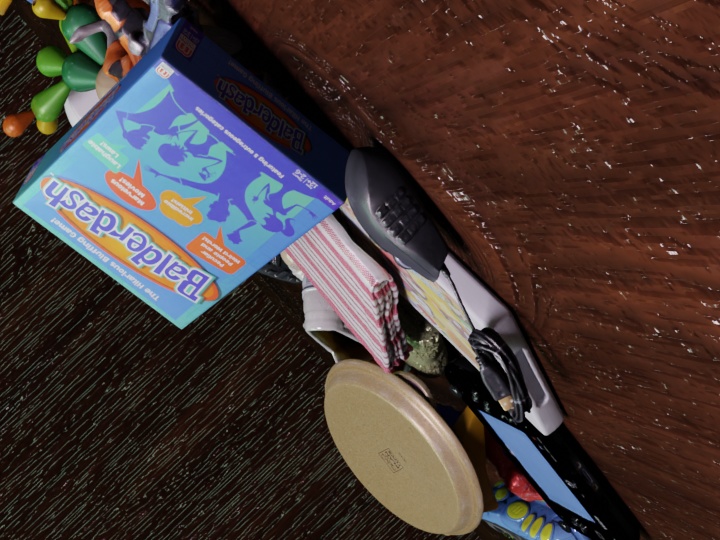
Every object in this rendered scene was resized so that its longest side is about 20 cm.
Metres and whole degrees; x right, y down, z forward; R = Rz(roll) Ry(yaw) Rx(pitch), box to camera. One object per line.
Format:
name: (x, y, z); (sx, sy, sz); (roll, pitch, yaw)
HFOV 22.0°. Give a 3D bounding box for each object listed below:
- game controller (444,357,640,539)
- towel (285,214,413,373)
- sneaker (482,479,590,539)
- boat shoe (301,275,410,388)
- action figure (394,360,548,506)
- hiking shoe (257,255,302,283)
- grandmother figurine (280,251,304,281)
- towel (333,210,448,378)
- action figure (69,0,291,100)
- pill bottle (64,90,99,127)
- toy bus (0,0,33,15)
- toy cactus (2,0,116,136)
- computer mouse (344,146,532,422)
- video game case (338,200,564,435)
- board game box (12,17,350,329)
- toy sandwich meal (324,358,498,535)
game controller: (0.138, 0.142, 1.392); (0.200, 0.042, 0.104); (50, 174, -29)
towel: (-0.018, -0.012, 1.368); (0.147, 0.030, 0.200); (49, 169, 19)
sneaker: (0.165, 0.236, 1.698); (0.083, 0.071, 0.199); (56, 170, -18)
boat shoe: (-0.001, 0.077, 1.692); (0.074, 0.087, 0.202); (-2, 155, 19)
action figure: (0.108, 0.148, 1.648); (0.200, 0.052, 0.065); (41, 178, 23)
hiking shoe: (-0.115, -0.054, 1.735); (0.199, 0.075, 0.087); (28, -175, -5)
grandmother figurine: (-0.102, -0.055, 1.643); (0.199, 0.061, 0.121); (35, 147, -19)
towel: (0.000, 0.000, 1.522); (0.200, 0.036, 0.148); (48, 174, 14)
action figure: (-0.124, -0.161, 1.244); (0.193, 0.104, 0.201); (39, 147, 18)
pill bottle: (-0.214, -0.155, 1.713); (0.114, 0.114, 0.200); (47, 175, 2)
toy bus: (-0.331, -0.302, 1.632); (0.191, 0.136, 0.200); (33, -175, -28)
toy cactus: (-0.226, -0.161, 1.528); (0.164, 0.102, 0.202); (22, 125, 41)
computer mouse: (0.045, 0.013, 1.117); (0.201, 0.034, 0.059); (57, 165, -12)
video game case: (0.051, 0.011, 1.261); (0.200, 0.023, 0.182); (45, 174, 31)
board game box: (-0.118, -0.058, 1.225); (0.152, 0.045, 0.200); (37, 136, -17)
toy sandwich meal: (0.050, 0.148, 1.606); (0.204, 0.070, 0.206); (36, 148, 26)
